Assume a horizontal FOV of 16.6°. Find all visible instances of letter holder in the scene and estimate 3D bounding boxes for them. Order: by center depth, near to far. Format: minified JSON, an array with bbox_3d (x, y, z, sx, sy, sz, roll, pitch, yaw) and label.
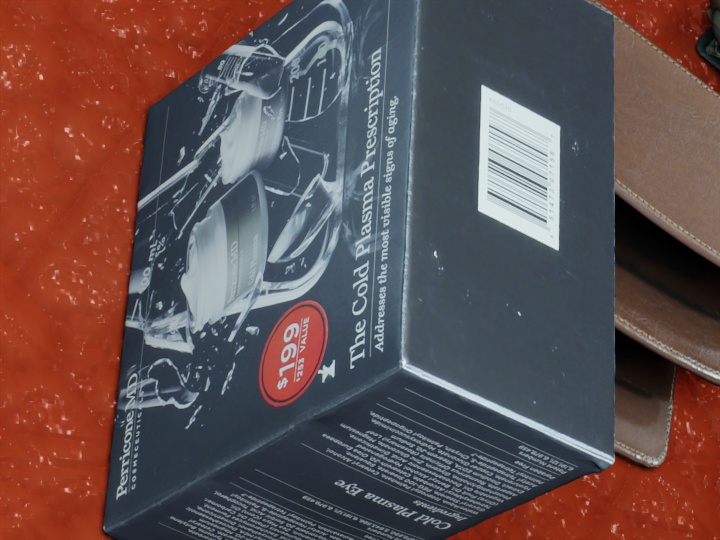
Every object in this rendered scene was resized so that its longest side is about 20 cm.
[{"bbox_3d":[0.105,-0.019,1.114,0.199,0.100,0.143,34,50,-25],"label":"letter holder"}]

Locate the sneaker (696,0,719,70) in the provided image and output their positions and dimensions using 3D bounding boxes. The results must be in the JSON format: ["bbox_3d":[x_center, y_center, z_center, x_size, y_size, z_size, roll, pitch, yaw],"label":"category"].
[{"bbox_3d":[0.223,-0.081,1.282,0.113,0.076,0.201,14,73,-12],"label":"sneaker"}]

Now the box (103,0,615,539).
[{"bbox_3d":[0.000,0.000,0.945,0.104,0.182,0.201,24,52,-31],"label":"box"}]
